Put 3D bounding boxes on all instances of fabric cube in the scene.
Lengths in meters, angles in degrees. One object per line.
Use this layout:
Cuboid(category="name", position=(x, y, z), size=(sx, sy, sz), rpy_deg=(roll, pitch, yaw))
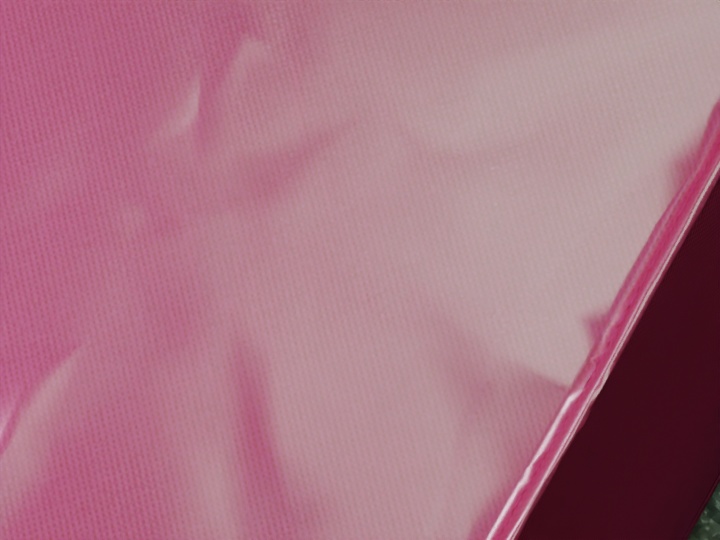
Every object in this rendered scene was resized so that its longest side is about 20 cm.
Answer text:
Cuboid(category="fabric cube", position=(-0.026, 0.015, 0.645), size=(0.200, 0.199, 0.196), rpy_deg=(28, 78, 16))
